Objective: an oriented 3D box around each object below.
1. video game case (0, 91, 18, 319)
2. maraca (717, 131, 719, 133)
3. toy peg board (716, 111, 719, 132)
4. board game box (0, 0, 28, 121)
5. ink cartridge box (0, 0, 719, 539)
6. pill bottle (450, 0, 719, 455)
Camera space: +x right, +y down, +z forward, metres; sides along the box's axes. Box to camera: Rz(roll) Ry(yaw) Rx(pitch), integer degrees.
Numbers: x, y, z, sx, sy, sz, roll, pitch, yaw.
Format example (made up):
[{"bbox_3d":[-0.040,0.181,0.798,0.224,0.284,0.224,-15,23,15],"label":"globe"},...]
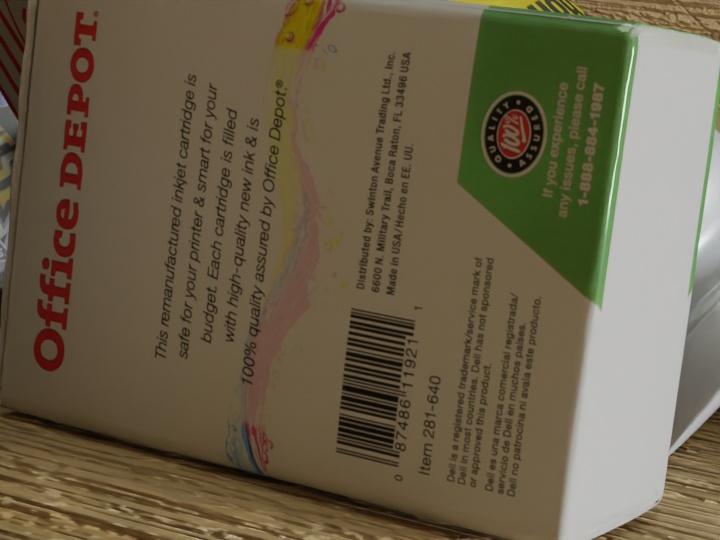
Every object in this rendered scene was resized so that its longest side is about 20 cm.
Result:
[{"bbox_3d":[-0.114,-0.079,0.747,0.181,0.026,0.200,-26,52,-28],"label":"video game case"},{"bbox_3d":[0.101,-0.008,0.785,0.137,0.107,0.200,43,-23,-22],"label":"maraca"},{"bbox_3d":[0.238,-0.008,1.034,0.200,0.098,0.199,3,25,-25],"label":"toy peg board"},{"bbox_3d":[-0.029,-0.131,0.678,0.200,0.152,0.046,-21,65,-29],"label":"board game box"},{"bbox_3d":[-0.004,-0.012,0.571,0.200,0.145,0.084,11,8,28],"label":"ink cartridge box"},{"bbox_3d":[0.060,-0.032,0.655,0.200,0.112,0.112,44,18,13],"label":"pill bottle"}]
